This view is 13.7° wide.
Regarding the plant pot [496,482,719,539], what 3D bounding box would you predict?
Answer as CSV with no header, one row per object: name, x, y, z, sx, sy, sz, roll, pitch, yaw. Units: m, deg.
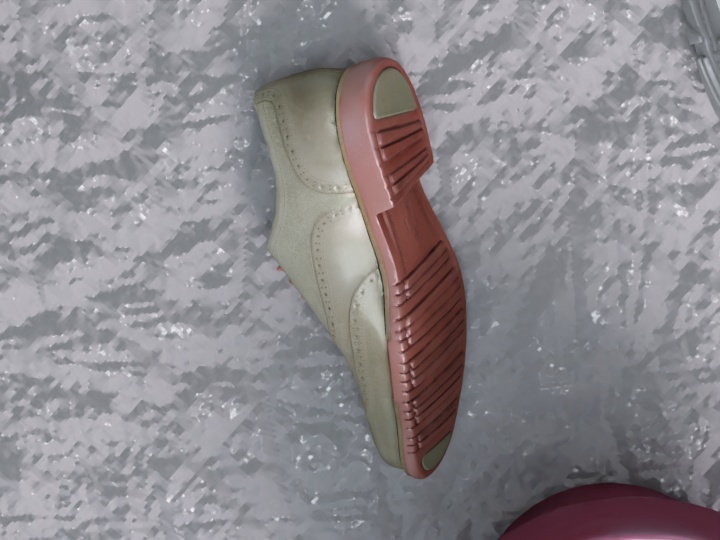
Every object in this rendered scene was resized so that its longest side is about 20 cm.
plant pot,0.119,0.183,1.357,0.200,0.179,0.200,0,104,0

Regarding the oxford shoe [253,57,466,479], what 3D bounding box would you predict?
oxford shoe,0.000,0.000,1.380,0.074,0.071,0.200,-2,106,26

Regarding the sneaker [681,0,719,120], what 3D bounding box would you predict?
sneaker,0.177,-0.158,1.336,0.080,0.076,0.200,-20,108,-7
